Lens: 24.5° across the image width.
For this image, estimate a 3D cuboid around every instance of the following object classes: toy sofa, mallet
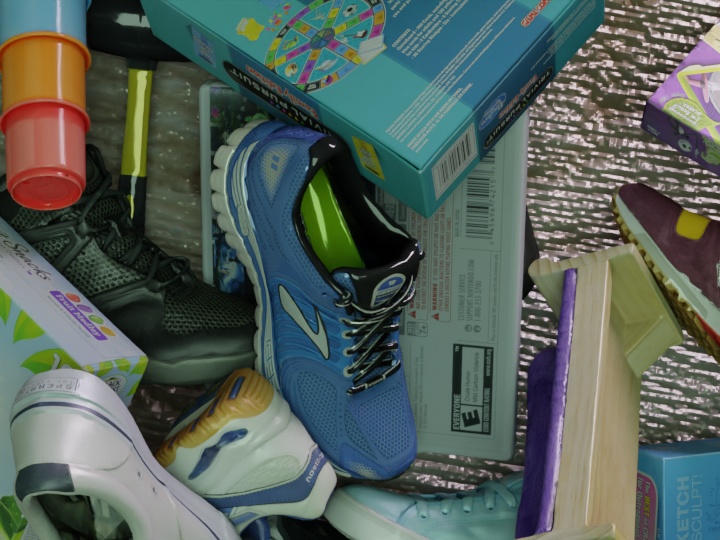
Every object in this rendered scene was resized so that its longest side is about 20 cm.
[{"bbox_3d":[0.111,0.090,0.873,0.097,0.202,0.083,-15,132,27],"label":"toy sofa"},{"bbox_3d":[-0.119,-0.061,0.942,0.065,0.041,0.203,-1,98,1],"label":"mallet"}]

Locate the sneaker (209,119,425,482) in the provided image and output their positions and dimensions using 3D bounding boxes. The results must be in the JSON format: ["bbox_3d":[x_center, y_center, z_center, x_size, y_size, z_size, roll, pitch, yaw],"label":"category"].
[{"bbox_3d":[-0.010,0.021,0.847,0.078,0.089,0.202,-33,113,-35],"label":"sneaker"}]

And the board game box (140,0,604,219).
[{"bbox_3d":[0.005,-0.140,0.871,0.199,0.047,0.151,35,70,24],"label":"board game box"}]

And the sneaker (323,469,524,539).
[{"bbox_3d":[0.078,0.143,0.950,0.198,0.074,0.083,20,85,-13],"label":"sneaker"}]

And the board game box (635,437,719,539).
[{"bbox_3d":[0.222,0.196,0.944,0.151,0.040,0.203,-3,94,-25],"label":"board game box"}]

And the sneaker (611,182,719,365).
[{"bbox_3d":[0.224,0.009,0.914,0.090,0.075,0.200,-40,63,0],"label":"sneaker"}]

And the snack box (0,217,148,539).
[{"bbox_3d":[-0.212,0.047,0.867,0.199,0.053,0.143,39,113,27],"label":"snack box"}]

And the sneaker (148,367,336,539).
[{"bbox_3d":[-0.097,0.134,0.881,0.088,0.075,0.199,47,129,-12],"label":"sneaker"}]

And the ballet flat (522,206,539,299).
[{"bbox_3d":[0.058,-0.075,0.928,0.067,0.068,0.202,-19,94,12],"label":"ballet flat"}]

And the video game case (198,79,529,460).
[{"bbox_3d":[0.000,0.000,0.912,0.179,0.023,0.203,4,108,12],"label":"video game case"}]

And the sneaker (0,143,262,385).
[{"bbox_3d":[-0.133,-0.007,0.895,0.197,0.076,0.116,15,111,17],"label":"sneaker"}]

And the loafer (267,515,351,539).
[{"bbox_3d":[-0.033,0.180,0.947,0.199,0.073,0.073,39,101,5],"label":"loafer"}]

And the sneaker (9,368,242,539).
[{"bbox_3d":[-0.113,0.134,0.793,0.072,0.071,0.201,-13,135,21],"label":"sneaker"}]

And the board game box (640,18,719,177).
[{"bbox_3d":[0.267,-0.070,0.901,0.199,0.032,0.120,35,59,19],"label":"board game box"}]

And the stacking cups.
[{"bbox_3d":[-0.166,-0.128,0.881,0.060,0.061,0.203,-6,68,-2],"label":"stacking cups"}]
